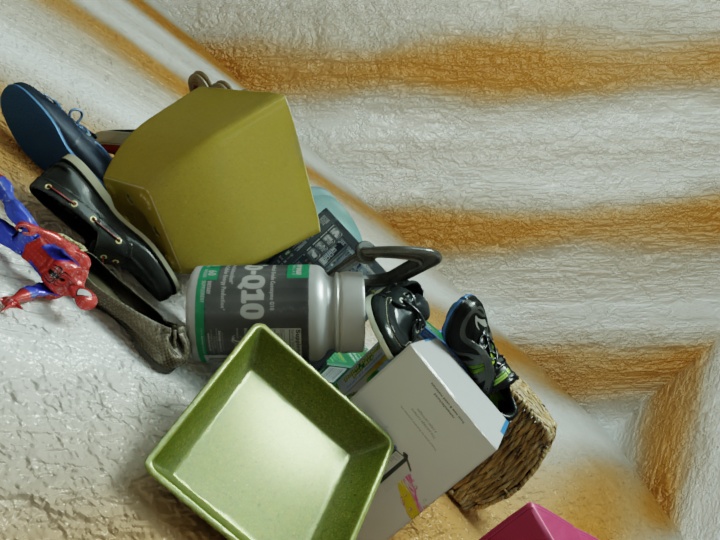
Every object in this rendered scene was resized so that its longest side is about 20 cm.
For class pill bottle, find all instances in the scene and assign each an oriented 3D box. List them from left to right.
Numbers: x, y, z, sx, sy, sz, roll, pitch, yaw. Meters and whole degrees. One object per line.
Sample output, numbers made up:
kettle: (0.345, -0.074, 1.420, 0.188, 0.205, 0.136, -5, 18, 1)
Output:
pill bottle: (-0.095, 0.050, 0.739, 0.198, 0.114, 0.113, -1, 20, -4)

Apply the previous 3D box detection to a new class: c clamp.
c clamp: (0.000, 0.000, 0.795, 0.169, 0.200, 0.027, 9, 71, -29)

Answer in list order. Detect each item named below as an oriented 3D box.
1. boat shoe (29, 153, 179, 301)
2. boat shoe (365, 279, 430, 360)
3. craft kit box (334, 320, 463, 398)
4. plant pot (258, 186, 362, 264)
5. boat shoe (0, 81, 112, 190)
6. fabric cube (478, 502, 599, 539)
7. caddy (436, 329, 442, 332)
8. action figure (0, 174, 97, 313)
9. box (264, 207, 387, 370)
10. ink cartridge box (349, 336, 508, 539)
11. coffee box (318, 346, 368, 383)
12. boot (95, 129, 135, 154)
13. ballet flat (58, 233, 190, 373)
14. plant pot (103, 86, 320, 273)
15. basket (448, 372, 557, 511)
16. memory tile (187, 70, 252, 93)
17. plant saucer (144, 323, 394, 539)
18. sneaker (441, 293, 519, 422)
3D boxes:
boat shoe: (-0.294, -0.036, 0.734, 0.073, 0.063, 0.202, -9, -56, 50)
boat shoe: (0.053, 0.051, 0.766, 0.075, 0.066, 0.199, 66, 10, -2)
craft kit box: (0.076, 0.184, 0.901, 0.200, 0.198, 0.049, 40, 10, -25)
plant pot: (-0.068, -0.014, 1.009, 0.134, 0.201, 0.200, 38, 8, 27)
boat shoe: (-0.375, -0.153, 0.815, 0.201, 0.084, 0.069, 56, 28, -17)
fabric cube: (0.184, 0.386, 0.602, 0.200, 0.196, 0.200, 37, 16, -36)
caddy: (0.090, 0.181, 0.988, 0.141, 0.201, 0.105, 38, -3, -19)
action figure: (-0.329, -0.033, 0.585, 0.200, 0.065, 0.099, 44, 4, -1)
box: (-0.067, 0.036, 0.895, 0.158, 0.200, 0.051, 45, -10, 1)
ink cartridge box: (0.050, 0.201, 0.748, 0.145, 0.200, 0.147, 49, 13, 13)
coffee box: (-0.048, 0.130, 1.028, 0.123, 0.044, 0.200, 49, 13, 27)
boot: (-0.325, -0.140, 0.957, 0.198, 0.146, 0.072, 12, 21, 29)
ballet flat: (-0.257, 0.026, 0.669, 0.200, 0.046, 0.067, 45, 13, -3)
plant pot: (-0.203, -0.104, 0.811, 0.193, 0.200, 0.197, 17, -48, 40)
basket: (0.227, 0.288, 1.048, 0.143, 0.200, 0.149, 47, 12, 16)
memory tile: (-0.168, -0.187, 0.886, 0.199, 0.017, 0.154, 27, -42, 31)
plant saucer: (-0.081, 0.182, 0.603, 0.199, 0.048, 0.200, 42, 39, -7)
sneaker: (0.164, 0.114, 0.815, 0.082, 0.071, 0.201, 18, -44, 52)
